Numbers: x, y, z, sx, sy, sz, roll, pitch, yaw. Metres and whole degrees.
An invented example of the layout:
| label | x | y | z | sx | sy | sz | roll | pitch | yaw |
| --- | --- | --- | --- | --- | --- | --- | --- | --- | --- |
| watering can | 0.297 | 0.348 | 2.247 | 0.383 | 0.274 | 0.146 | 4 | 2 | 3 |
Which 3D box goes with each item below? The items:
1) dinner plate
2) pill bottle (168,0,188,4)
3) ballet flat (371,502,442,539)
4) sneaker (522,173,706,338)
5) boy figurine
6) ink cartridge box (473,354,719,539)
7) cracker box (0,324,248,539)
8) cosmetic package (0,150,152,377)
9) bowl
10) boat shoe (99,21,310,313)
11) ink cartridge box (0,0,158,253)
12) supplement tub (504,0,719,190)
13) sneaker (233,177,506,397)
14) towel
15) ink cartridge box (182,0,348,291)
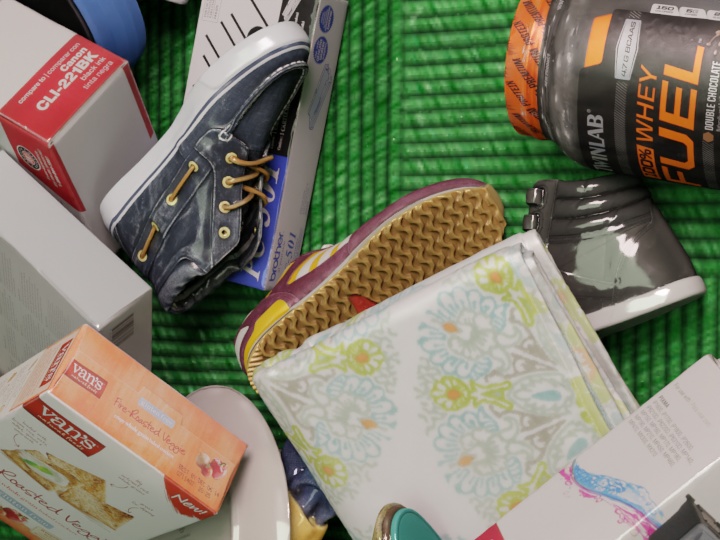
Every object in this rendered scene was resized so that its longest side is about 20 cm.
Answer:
| label | x | y | z | sx | sy | sz | roll | pitch | yaw |
| --- | --- | --- | --- | --- | --- | --- | --- | --- | --- |
| dinner plate | -0.111 | 0.177 | 0.983 | 0.200 | 0.024 | 0.202 | -18 | 67 | 50 |
| pill bottle | -0.117 | -0.288 | 0.982 | 0.111 | 0.111 | 0.201 | 28 | 103 | 23 |
| ballet flat | 0.046 | 0.228 | 0.866 | 0.070 | 0.071 | 0.201 | -27 | 106 | 23 |
| sneaker | 0.104 | 0.002 | 0.906 | 0.199 | 0.071 | 0.100 | -21 | 79 | 19 |
| boy figurine | -0.043 | 0.175 | 0.969 | 0.124 | 0.064 | 0.201 | 43 | 113 | 55 |
| ink cartridge box | 0.167 | 0.168 | 0.807 | 0.200 | 0.086 | 0.148 | -40 | 114 | 8 |
| cracker box | -0.184 | 0.121 | 0.955 | 0.134 | 0.058 | 0.200 | 39 | 141 | -19 |
| cosmetic package | -0.209 | 0.036 | 1.000 | 0.151 | 0.052 | 0.201 | 39 | 147 | 19 |
| bowl | -0.235 | -0.204 | 1.000 | 0.200 | 0.201 | 0.039 | 31 | 66 | 22 |
| boat shoe | -0.082 | -0.063 | 0.944 | 0.200 | 0.071 | 0.091 | -46 | 71 | 28 |
| ink cartridge box | -0.242 | -0.113 | 1.018 | 0.199 | 0.145 | 0.084 | 29 | 66 | 22 |
| supplement tub | 0.191 | -0.110 | 0.830 | 0.199 | 0.122 | 0.124 | 11 | 95 | 25 |
| sneaker | 0.000 | 0.000 | 0.951 | 0.199 | 0.090 | 0.075 | -35 | 116 | -1 |
| towel | 0.059 | 0.089 | 0.869 | 0.199 | 0.048 | 0.172 | -28 | 100 | 19 |
| ink cartridge box | -0.075 | -0.094 | 1.000 | 0.093 | 0.044 | 0.202 | 14 | 97 | 27 |
